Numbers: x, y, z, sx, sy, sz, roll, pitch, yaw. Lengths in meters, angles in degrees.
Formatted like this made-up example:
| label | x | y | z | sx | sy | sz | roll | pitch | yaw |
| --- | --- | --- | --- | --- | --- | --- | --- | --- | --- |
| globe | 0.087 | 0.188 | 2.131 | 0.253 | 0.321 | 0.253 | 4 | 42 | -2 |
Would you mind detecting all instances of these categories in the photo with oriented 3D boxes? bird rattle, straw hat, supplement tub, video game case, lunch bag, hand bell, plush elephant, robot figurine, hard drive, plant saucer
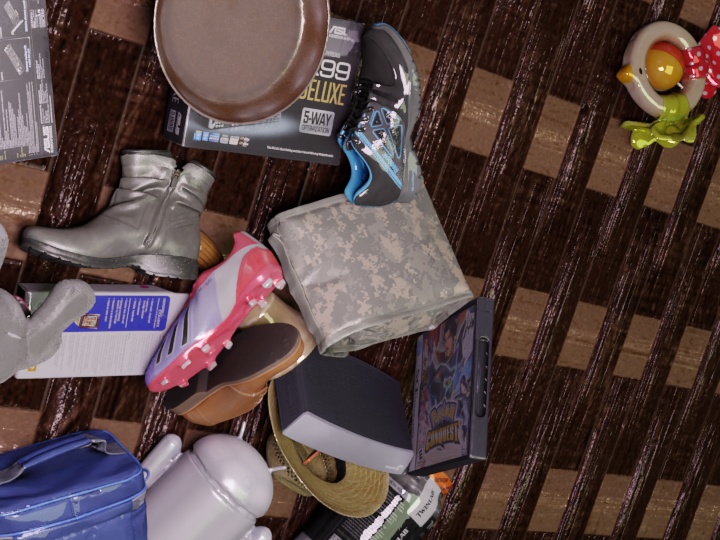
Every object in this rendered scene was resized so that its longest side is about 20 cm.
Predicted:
| label | x | y | z | sx | sy | sz | roll | pitch | yaw |
| --- | --- | --- | --- | --- | --- | --- | --- | --- | --- |
| bird rattle | 0.423 | -0.261 | 1.718 | 0.163 | 0.113 | 0.200 | 40 | 78 | -22 |
| straw hat | -0.064 | 0.218 | 1.537 | 0.085 | 0.202 | 0.201 | -35 | 137 | 29 |
| supplement tub | 0.016 | 0.313 | 1.615 | 0.200 | 0.122 | 0.123 | -48 | 128 | -11 |
| video game case | 0.104 | 0.140 | 1.508 | 0.025 | 0.200 | 0.182 | 9 | 73 | -15 |
| lunch bag | -0.312 | 0.246 | 1.342 | 0.199 | 0.136 | 0.133 | -16 | 116 | -31 |
| hand bell | -0.140 | 0.017 | 1.432 | 0.104 | 0.104 | 0.200 | -46 | 114 | -13 |
| plush elephant | -0.379 | 0.050 | 1.223 | 0.165 | 0.154 | 0.201 | 32 | 79 | -48 |
| robot figurine | -0.179 | 0.264 | 1.449 | 0.200 | 0.113 | 0.170 | -43 | 96 | -1 |
| hard drive | -0.017 | 0.159 | 1.532 | 0.042 | 0.135 | 0.200 | -35 | 138 | 31 |
| lunch bag | 0.000 | 0.000 | 1.453 | 0.199 | 0.118 | 0.165 | -13 | 73 | -33 |
| plant saucer | -0.121 | -0.247 | 1.283 | 0.199 | 0.032 | 0.201 | -12 | 112 | -32 |

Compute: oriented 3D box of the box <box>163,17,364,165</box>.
| label | x | y | z | sx | sy | sz | roll | pitch | yaw |
| --- | --- | --- | --- | --- | --- | --- | --- | --- | --- |
| box | -0.100 | -0.203 | 1.374 | 0.199 | 0.050 | 0.158 | 4 | 103 | -37 |

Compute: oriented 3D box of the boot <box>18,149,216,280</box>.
| label | x | y | z | sx | sy | sz | roll | pitch | yaw |
| --- | --- | --- | --- | --- | --- | --- | --- | --- | --- |
| boot | -0.249 | -0.064 | 1.330 | 0.199 | 0.068 | 0.131 | 7 | 87 | -31 |

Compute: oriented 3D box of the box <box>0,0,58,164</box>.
| label | x | y | z | sx | sy | sz | roll | pitch | yaw |
| --- | --- | --- | --- | --- | --- | --- | --- | --- | --- |
| box | -0.368 | -0.194 | 1.192 | 0.157 | 0.050 | 0.201 | -14 | 114 | -31 |

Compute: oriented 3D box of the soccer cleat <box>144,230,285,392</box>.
| label | x | y | z | sx | sy | sz | roll | pitch | yaw |
| --- | --- | --- | --- | --- | --- | --- | --- | --- | --- |
| soccer cleat | -0.165 | 0.047 | 1.380 | 0.200 | 0.077 | 0.067 | -45 | 158 | 13 |

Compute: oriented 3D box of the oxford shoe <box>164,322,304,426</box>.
| label | x | y | z | sx | sy | sz | roll | pitch | yaw |
| --- | --- | --- | --- | --- | --- | --- | --- | --- | --- |
| oxford shoe | -0.124 | 0.116 | 1.412 | 0.071 | 0.200 | 0.072 | 38 | 42 | -28 |

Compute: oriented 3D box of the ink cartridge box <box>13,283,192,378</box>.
| label | x | y | z | sx | sy | sz | roll | pitch | yaw |
| --- | --- | --- | --- | --- | --- | --- | --- | --- | --- |
| ink cartridge box | -0.270 | 0.063 | 1.369 | 0.199 | 0.037 | 0.095 | 2 | 106 | -35 |

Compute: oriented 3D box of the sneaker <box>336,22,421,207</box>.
| label | x | y | z | sx | sy | sz | roll | pitch | yaw |
| --- | --- | --- | --- | --- | --- | --- | --- | --- | --- |
| sneaker | 0.018 | -0.164 | 1.388 | 0.082 | 0.073 | 0.201 | -14 | 108 | -25 |
